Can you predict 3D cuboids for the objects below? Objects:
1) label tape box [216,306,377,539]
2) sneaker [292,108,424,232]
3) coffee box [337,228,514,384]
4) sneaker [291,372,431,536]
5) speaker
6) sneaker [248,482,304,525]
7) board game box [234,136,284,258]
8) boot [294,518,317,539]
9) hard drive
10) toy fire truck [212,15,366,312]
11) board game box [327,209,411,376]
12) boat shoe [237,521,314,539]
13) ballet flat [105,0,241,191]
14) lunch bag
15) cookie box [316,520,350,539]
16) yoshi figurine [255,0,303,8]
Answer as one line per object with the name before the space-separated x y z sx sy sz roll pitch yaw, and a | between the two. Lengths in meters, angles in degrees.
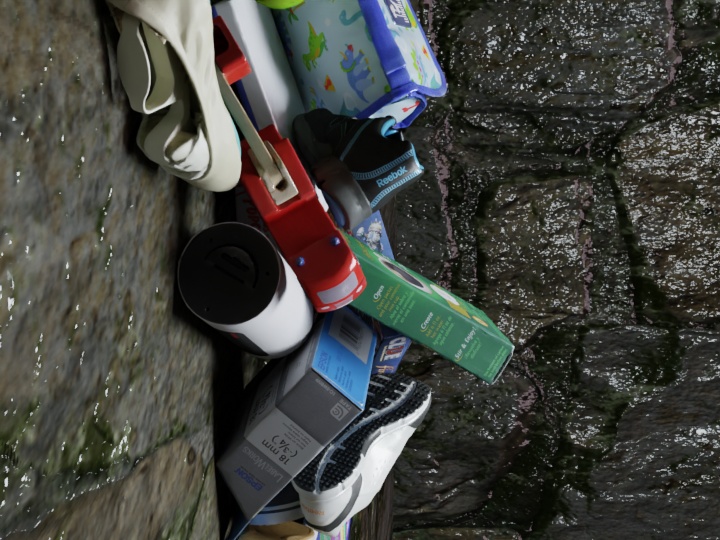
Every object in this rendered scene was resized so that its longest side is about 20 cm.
label tape box | -0.075 0.137 1.218 0.200 0.063 0.144 -47 -168 21
sneaker | -0.002 -0.092 1.096 0.073 0.082 0.200 61 0 -26
coffee box | 0.031 0.022 1.182 0.044 0.200 0.123 -58 -166 7
sneaker | 0.001 0.171 1.278 0.200 0.074 0.080 -40 139 -41
speaker | -0.089 0.020 1.088 0.200 0.081 0.082 66 26 -78
sneaker | -0.058 0.187 1.323 0.200 0.078 0.080 -25 107 -64
board game box | -0.081 -0.066 1.301 0.200 0.046 0.152 -70 159 -72
boot | -0.064 0.206 1.419 0.096 0.073 0.201 72 19 -89
hard drive | -0.073 -0.140 1.153 0.132 0.025 0.201 -69 141 -72
toy fire truck | -0.064 -0.071 0.973 0.200 0.049 0.141 59 -2 14
board game box | 0.000 0.000 1.336 0.136 0.034 0.201 111 -34 -63
boat shoe | -0.089 0.278 1.259 0.200 0.073 0.069 -5 108 -83
ballet flat | -0.122 -0.109 0.857 0.200 0.069 0.070 83 10 -47
lunch bag | -0.009 -0.210 1.204 0.200 0.127 0.171 141 -74 -80
cookie box | -0.046 0.229 1.606 0.200 0.075 0.172 -77 168 -59
yoshi figurine | -0.070 -0.275 1.083 0.200 0.111 0.113 -77 174 -50
